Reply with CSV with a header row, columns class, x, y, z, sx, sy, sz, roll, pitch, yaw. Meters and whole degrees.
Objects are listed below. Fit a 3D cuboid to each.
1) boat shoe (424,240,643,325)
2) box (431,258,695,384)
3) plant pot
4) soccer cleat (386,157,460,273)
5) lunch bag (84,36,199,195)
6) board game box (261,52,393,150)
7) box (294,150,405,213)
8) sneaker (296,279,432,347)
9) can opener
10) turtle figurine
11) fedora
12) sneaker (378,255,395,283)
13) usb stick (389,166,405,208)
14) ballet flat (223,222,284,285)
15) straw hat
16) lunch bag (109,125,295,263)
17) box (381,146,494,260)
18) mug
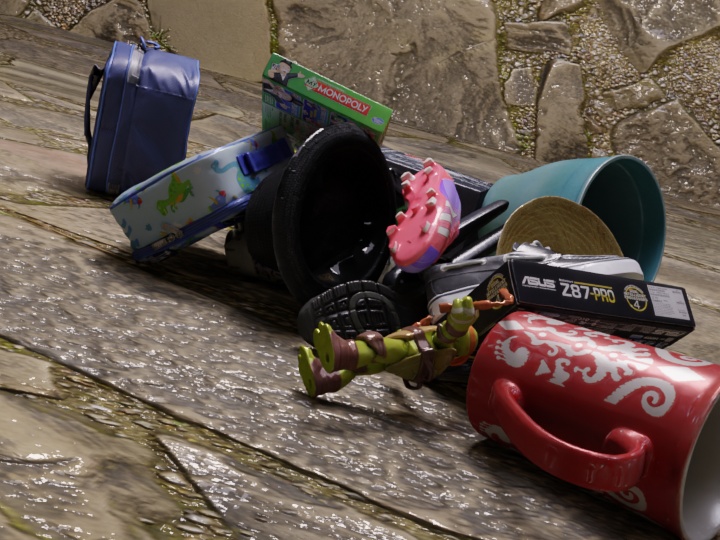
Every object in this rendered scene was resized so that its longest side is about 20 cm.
class,x,y,z,sx,sy,sz,roll,pitch,yaw
boat shoe,0.157,0.005,1.145,0.198,0.068,0.072,-12,-28,3
box,0.174,0.058,1.123,0.199,0.161,0.049,7,57,-27
plant pot,0.261,-0.054,1.610,0.199,0.202,0.187,2,6,-44
soccer cleat,0.072,-0.044,1.225,0.077,0.066,0.200,50,20,-19
lunch bag,-0.276,-0.190,1.543,0.131,0.202,0.136,9,19,-11
board game box,-0.040,-0.156,1.320,0.134,0.029,0.200,25,-12,0
box,-0.032,-0.074,1.471,0.198,0.118,0.049,12,47,9
sneaker,0.023,0.047,1.184,0.199,0.077,0.091,-4,-6,-31
can opener,0.094,-0.019,1.315,0.200,0.064,0.078,-38,18,-28
turtle figurine,0.033,0.068,1.028,0.160,0.065,0.200,-8,-9,-23
fedora,-0.048,-0.053,1.220,0.091,0.203,0.200,4,5,33
sneaker,0.000,0.000,1.347,0.199,0.079,0.130,38,25,-38
usb stick,-0.023,-0.065,1.416,0.199,0.033,0.055,-24,-47,40
ballet flat,-0.114,-0.024,1.355,0.071,0.073,0.200,12,14,-11
straw hat,0.194,0.031,1.307,0.200,0.203,0.085,7,-18,-30
lunch bag,-0.153,-0.084,1.296,0.160,0.083,0.200,-25,6,24
box,0.079,-0.094,1.709,0.181,0.105,0.200,20,10,9
mug,0.180,0.102,0.944,0.199,0.134,0.177,20,-9,39
